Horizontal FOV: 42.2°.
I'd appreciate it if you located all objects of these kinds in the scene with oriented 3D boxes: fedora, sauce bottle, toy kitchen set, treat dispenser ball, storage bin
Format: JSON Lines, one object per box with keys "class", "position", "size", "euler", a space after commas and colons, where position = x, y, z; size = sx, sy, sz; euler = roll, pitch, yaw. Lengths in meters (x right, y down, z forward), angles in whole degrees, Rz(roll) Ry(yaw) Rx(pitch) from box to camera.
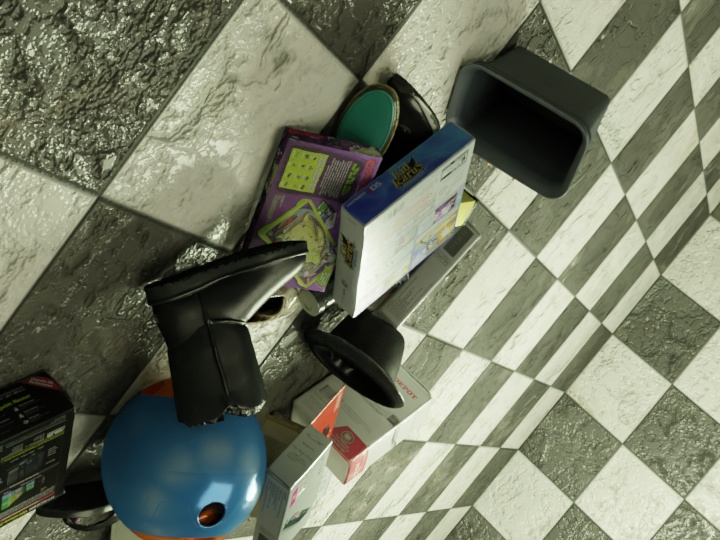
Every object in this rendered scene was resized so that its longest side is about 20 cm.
{"class": "fedora", "position": [0.010, 0.118, 1.381], "size": [0.092, 0.199, 0.201], "euler": [-53, 157, -15]}
{"class": "sauce bottle", "position": [0.000, 0.000, 1.275], "size": [0.198, 0.066, 0.067], "euler": [-31, 151, -33]}
{"class": "toy kitchen set", "position": [-0.152, 0.234, 1.378], "size": [0.182, 0.160, 0.202], "euler": [-64, 174, -49]}
{"class": "treat dispenser ball", "position": [-0.211, 0.230, 1.125], "size": [0.200, 0.200, 0.202], "euler": [-37, 153, -22]}
{"class": "storage bin", "position": [0.236, -0.208, 1.275], "size": [0.134, 0.199, 0.147], "euler": [-39, 156, -40]}

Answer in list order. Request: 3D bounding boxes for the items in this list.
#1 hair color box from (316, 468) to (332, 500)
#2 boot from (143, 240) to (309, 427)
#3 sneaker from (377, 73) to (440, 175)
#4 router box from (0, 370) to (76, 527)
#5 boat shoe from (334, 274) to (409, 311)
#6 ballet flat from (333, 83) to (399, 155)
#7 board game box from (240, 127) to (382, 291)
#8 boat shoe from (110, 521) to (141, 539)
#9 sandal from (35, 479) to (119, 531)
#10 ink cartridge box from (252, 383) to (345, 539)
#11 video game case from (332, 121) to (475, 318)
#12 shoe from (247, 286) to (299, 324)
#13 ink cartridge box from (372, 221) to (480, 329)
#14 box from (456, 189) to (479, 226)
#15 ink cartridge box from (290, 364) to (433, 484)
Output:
{"class": "hair color box", "position": [-0.096, 0.348, 1.659], "size": [0.098, 0.060, 0.202], "euler": [-28, 147, -38]}
{"class": "boot", "position": [-0.132, 0.069, 1.048], "size": [0.197, 0.076, 0.171], "euler": [-20, 102, -23]}
{"class": "sneaker", "position": [0.050, -0.158, 1.166], "size": [0.087, 0.076, 0.201], "euler": [-39, 154, -6]}
{"class": "router box", "position": [-0.394, 0.207, 0.950], "size": [0.198, 0.062, 0.152], "euler": [-24, 145, -44]}
{"class": "boat shoe", "position": [0.042, -0.007, 1.380], "size": [0.199, 0.062, 0.075], "euler": [-41, 156, -14]}
{"class": "ballet flat", "position": [-0.003, -0.141, 1.121], "size": [0.070, 0.071, 0.202], "euler": [-18, 140, -48]}
{"class": "board game box", "position": [-0.064, -0.065, 1.093], "size": [0.118, 0.033, 0.202], "euler": [11, 124, -22]}
{"class": "boat shoe", "position": [-0.318, 0.359, 1.326], "size": [0.062, 0.072, 0.203], "euler": [-101, -149, -65]}
{"class": "sandal", "position": [-0.321, 0.296, 1.174], "size": [0.199, 0.074, 0.049], "euler": [3, 96, -61]}
{"class": "ink cartridge box", "position": [-0.070, 0.272, 1.244], "size": [0.173, 0.043, 0.202], "euler": [-43, 158, -40]}
{"class": "video game case", "position": [0.051, -0.061, 1.150], "size": [0.199, 0.045, 0.183], "euler": [-39, 154, -28]}
{"class": "shoe", "position": [-0.132, 0.045, 1.170], "size": [0.071, 0.053, 0.199], "euler": [-56, 155, 16]}
{"class": "ink cartridge box", "position": [0.098, 0.011, 1.501], "size": [0.200, 0.044, 0.174], "euler": [-47, -178, -8]}
{"class": "box", "position": [0.083, -0.092, 1.313], "size": [0.198, 0.075, 0.051], "euler": [-14, 140, -53]}
{"class": "ink cartridge box", "position": [0.002, 0.235, 1.555], "size": [0.198, 0.145, 0.086], "euler": [-32, 150, -32]}
